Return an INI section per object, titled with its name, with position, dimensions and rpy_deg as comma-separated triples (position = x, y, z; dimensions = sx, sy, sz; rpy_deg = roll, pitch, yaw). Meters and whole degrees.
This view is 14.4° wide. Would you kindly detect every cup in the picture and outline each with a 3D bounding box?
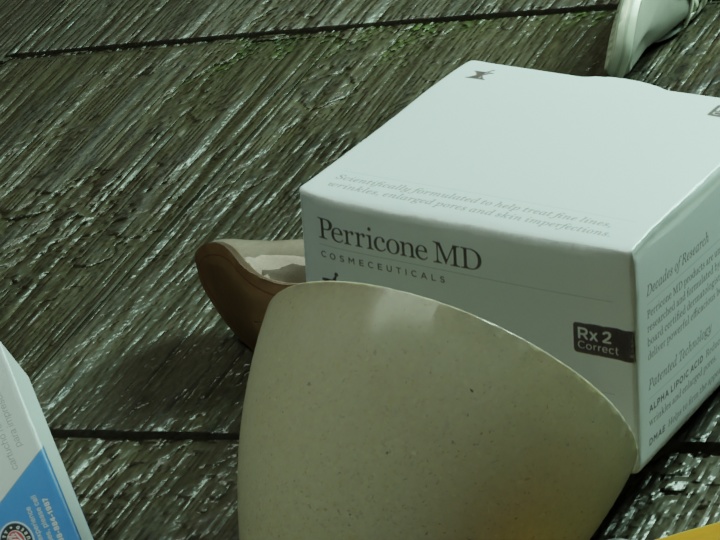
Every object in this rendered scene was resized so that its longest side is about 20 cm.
[cup]
position = 0.018, 0.118, 1.402
dimensions = 0.200, 0.200, 0.144
rpy_deg = 5, 61, 41

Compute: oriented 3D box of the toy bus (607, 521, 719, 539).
[toy bus]
position = 0.163, 0.160, 1.304
dimensions = 0.199, 0.078, 0.065
rpy_deg = -17, 27, 11

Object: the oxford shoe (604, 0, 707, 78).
[oxford shoe]
position = 0.212, -0.196, 1.927
dimensions = 0.058, 0.075, 0.200
rpy_deg = 25, 44, 7

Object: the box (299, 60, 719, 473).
[box]
position = 0.101, -0.009, 1.526
dimensions = 0.198, 0.131, 0.200
rpy_deg = 11, 30, 29

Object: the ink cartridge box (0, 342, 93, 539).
[ink cartridge box]
position = -0.255, 0.148, 1.553
dimensions = 0.200, 0.145, 0.084
rpy_deg = -24, -17, -2

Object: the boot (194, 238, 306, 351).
[boot]
position = 0.000, 0.000, 1.739
dimensions = 0.146, 0.070, 0.200
rpy_deg = -25, 28, -18
